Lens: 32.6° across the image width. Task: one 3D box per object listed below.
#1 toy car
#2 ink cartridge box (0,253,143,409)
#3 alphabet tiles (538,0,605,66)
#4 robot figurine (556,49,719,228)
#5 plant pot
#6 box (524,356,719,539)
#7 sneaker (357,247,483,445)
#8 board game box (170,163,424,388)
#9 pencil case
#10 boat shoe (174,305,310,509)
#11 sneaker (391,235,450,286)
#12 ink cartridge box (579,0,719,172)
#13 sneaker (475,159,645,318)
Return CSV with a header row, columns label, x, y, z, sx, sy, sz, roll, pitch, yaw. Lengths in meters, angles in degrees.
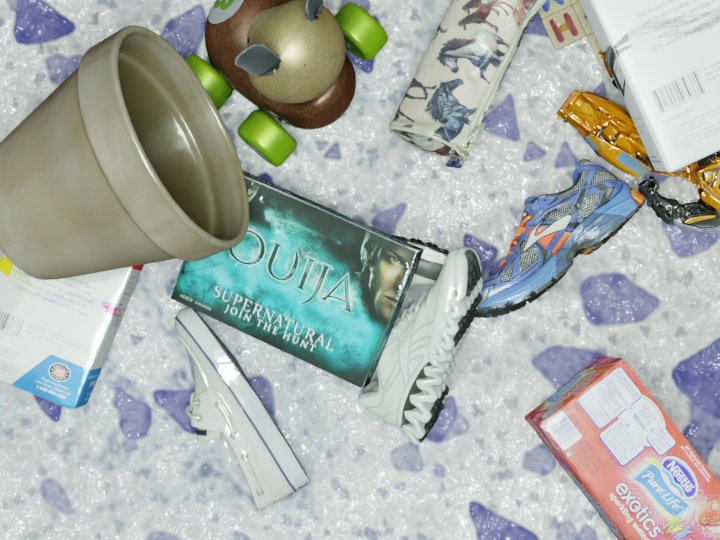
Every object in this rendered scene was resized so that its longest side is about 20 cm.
label,x,y,z,sx,sy,sz,roll,pitch,yaw
toy car,-0.073,-0.204,1.087,0.158,0.200,0.164,40,87,0
ink cartridge box,-0.273,0.014,1.139,0.116,0.067,0.200,22,87,-1
alphabet tiles,0.236,-0.309,1.196,0.166,0.006,0.200,-25,89,-3
robot figurine,0.295,-0.131,1.164,0.200,0.058,0.145,34,90,0
plant pot,-0.216,-0.077,1.028,0.173,0.200,0.200,-24,88,15
box,0.254,0.186,1.130,0.100,0.095,0.200,-38,89,-2
sneaker,0.053,0.064,1.114,0.081,0.075,0.200,25,118,14
board game box,-0.059,0.003,1.107,0.200,0.028,0.136,24,100,12
pencil case,0.108,-0.199,1.151,0.089,0.078,0.200,26,87,22
boat shoe,-0.127,0.130,1.140,0.070,0.071,0.200,-32,95,-5
sneaker,0.000,0.000,1.150,0.199,0.074,0.080,9,91,7
ink cartridge box,0.291,-0.207,1.084,0.144,0.084,0.200,-24,93,6
sneaker,0.170,-0.028,1.158,0.200,0.075,0.078,-38,80,-10
